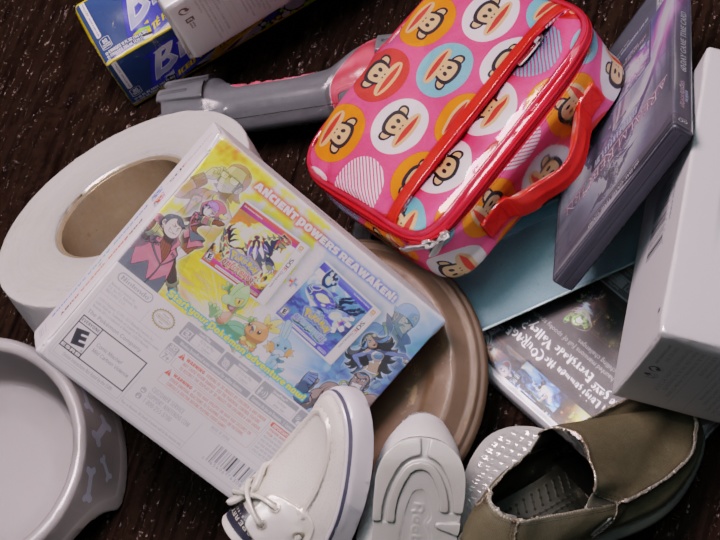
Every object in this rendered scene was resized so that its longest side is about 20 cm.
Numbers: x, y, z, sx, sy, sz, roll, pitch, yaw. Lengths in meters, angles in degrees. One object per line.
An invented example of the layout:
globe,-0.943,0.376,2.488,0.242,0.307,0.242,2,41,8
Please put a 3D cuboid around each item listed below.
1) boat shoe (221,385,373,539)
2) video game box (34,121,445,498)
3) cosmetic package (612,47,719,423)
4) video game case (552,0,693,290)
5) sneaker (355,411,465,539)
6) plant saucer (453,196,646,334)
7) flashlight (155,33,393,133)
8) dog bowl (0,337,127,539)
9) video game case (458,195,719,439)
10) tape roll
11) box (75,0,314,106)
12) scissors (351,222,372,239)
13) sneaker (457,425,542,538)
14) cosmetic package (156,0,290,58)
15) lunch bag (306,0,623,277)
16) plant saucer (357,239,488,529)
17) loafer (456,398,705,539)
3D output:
boat shoe,-0.052,0.160,1.251,0.071,0.069,0.201,58,134,48
video game box,-0.077,0.036,1.265,0.182,0.200,0.047,-47,21,7
cosmetic package,0.281,-0.005,1.235,0.199,0.123,0.200,15,67,-1
video game case,0.173,-0.098,1.294,0.019,0.143,0.200,26,37,-11
sneaker,0.025,0.191,1.263,0.076,0.081,0.201,14,103,-7
plant saucer,0.149,-0.020,1.343,0.199,0.019,0.070,-24,64,4
flashlight,-0.047,-0.130,1.446,0.199,0.068,0.068,-7,70,16
dog bowl,-0.266,0.138,1.382,0.199,0.059,0.201,-5,66,11
video game case,0.175,0.033,1.336,0.182,0.023,0.200,-45,65,-8
tape roll,-0.150,-0.021,1.367,0.202,0.071,0.203,-22,34,16
box,-0.109,-0.211,1.489,0.199,0.070,0.064,-31,63,-1
scissors,0.000,0.000,1.402,0.073,0.014,0.201,22,73,25
sneaker,0.098,0.194,1.260,0.078,0.080,0.201,1,43,8
cosmetic package,-0.069,-0.259,1.417,0.199,0.081,0.113,-29,65,-1
lunch bag,0.077,-0.096,1.318,0.200,0.082,0.176,-52,47,-4
plant saucer,-0.010,0.074,1.337,0.199,0.029,0.201,-6,75,23
loafer,0.144,0.128,1.220,0.200,0.070,0.075,-32,57,-32
